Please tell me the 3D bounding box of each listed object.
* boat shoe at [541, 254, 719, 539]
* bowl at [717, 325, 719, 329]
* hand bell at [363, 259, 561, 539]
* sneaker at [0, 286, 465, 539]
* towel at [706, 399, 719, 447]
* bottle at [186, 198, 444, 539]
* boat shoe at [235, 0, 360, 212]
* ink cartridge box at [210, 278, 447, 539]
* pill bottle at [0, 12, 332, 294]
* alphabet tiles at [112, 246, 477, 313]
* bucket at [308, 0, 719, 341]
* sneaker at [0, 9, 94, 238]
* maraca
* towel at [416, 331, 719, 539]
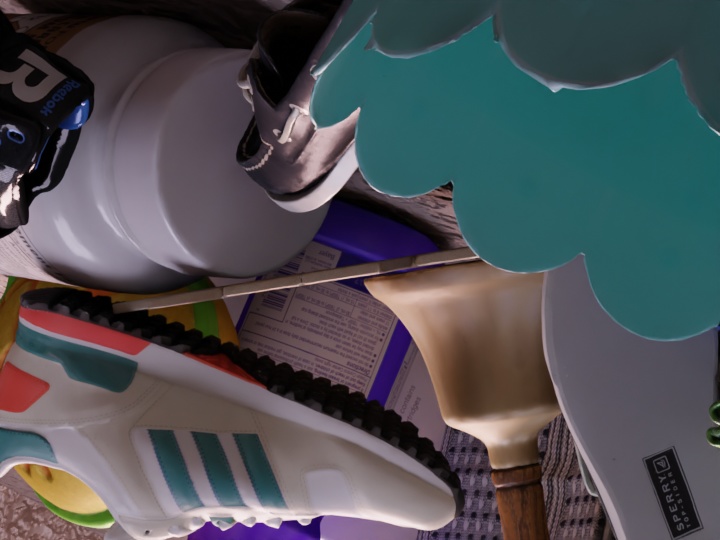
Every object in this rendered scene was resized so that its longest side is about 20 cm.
[{"bbox_3d":[0.116,0.065,1.148,0.070,0.201,0.064,-15,-171,-4],"label":"boat shoe"},{"bbox_3d":[0.189,0.006,1.030,0.200,0.039,0.201,23,167,5],"label":"bowl"},{"bbox_3d":[0.069,0.094,1.189,0.104,0.201,0.104,-10,180,0],"label":"hand bell"},{"bbox_3d":[-0.059,0.081,1.153,0.199,0.094,0.070,22,-173,-2],"label":"sneaker"},{"bbox_3d":[0.250,0.078,1.095,0.199,0.031,0.149,11,-175,28],"label":"towel"},{"bbox_3d":[-0.030,0.068,1.316,0.083,0.201,0.065,19,172,16],"label":"bottle"},{"bbox_3d":[-0.010,-0.072,0.997,0.060,0.074,0.200,27,164,-15],"label":"boat shoe"},{"bbox_3d":[-0.044,0.058,1.434,0.199,0.145,0.147,26,168,-6],"label":"ink cartridge box"},{"bbox_3d":[-0.103,-0.049,1.167,0.114,0.115,0.200,33,165,-35],"label":"pill bottle"},{"bbox_3d":[0.000,0.000,1.157,0.166,0.006,0.200,-9,180,22],"label":"alphabet tiles"},{"bbox_3d":[0.102,-0.063,0.676,0.207,0.135,0.207,22,168,5],"label":"bucket"},{"bbox_3d":[-0.152,-0.099,1.044,0.112,0.073,0.200,20,140,24],"label":"sneaker"},{"bbox_3d":[-0.124,0.039,1.288,0.107,0.137,0.200,22,-173,-38],"label":"maraca"},{"bbox_3d":[0.082,0.102,1.278,0.034,0.193,0.200,21,171,-27],"label":"towel"}]
